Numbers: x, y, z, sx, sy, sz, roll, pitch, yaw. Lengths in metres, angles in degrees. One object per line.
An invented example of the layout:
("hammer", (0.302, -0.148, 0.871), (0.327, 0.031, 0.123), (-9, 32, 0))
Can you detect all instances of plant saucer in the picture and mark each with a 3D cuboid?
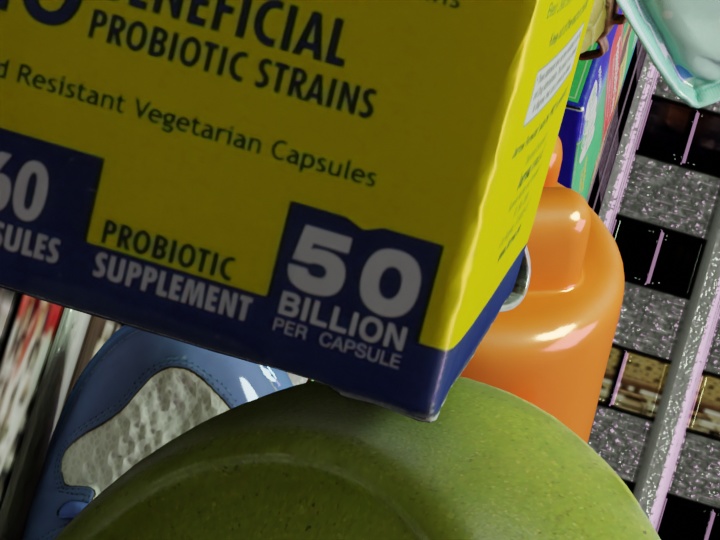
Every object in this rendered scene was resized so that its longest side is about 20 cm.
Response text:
("plant saucer", (-0.025, 0.107, 0.535), (0.031, 0.200, 0.200), (31, 72, -43))

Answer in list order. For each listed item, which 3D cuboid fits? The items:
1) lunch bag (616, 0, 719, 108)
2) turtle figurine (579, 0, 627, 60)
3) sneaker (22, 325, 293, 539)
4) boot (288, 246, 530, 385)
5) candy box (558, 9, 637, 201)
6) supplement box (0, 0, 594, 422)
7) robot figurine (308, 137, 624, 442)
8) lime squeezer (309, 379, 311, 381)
("lunch bag", (0.102, -0.183, 0.919), (0.200, 0.122, 0.171), (52, 25, -35))
("turtle figurine", (0.080, -0.119, 1.091), (0.161, 0.064, 0.200), (-52, 169, -34))
("sneaker", (-0.062, 0.109, 0.684), (0.088, 0.075, 0.201), (-22, 127, -80))
("boot", (0.000, 0.000, 0.822), (0.200, 0.095, 0.074), (88, 20, -68))
("candy box", (0.092, -0.126, 1.305), (0.169, 0.077, 0.200), (88, 18, -66))
("supplement box", (-0.004, -0.090, 0.549), (0.110, 0.109, 0.201), (-48, 153, -74))
("robot figurine", (0.035, 0.036, 1.087), (0.117, 0.144, 0.200), (-35, 146, -41))
("lime squeezer", (-0.036, 0.053, 0.961), (0.071, 0.038, 0.201), (-139, -120, -64))
